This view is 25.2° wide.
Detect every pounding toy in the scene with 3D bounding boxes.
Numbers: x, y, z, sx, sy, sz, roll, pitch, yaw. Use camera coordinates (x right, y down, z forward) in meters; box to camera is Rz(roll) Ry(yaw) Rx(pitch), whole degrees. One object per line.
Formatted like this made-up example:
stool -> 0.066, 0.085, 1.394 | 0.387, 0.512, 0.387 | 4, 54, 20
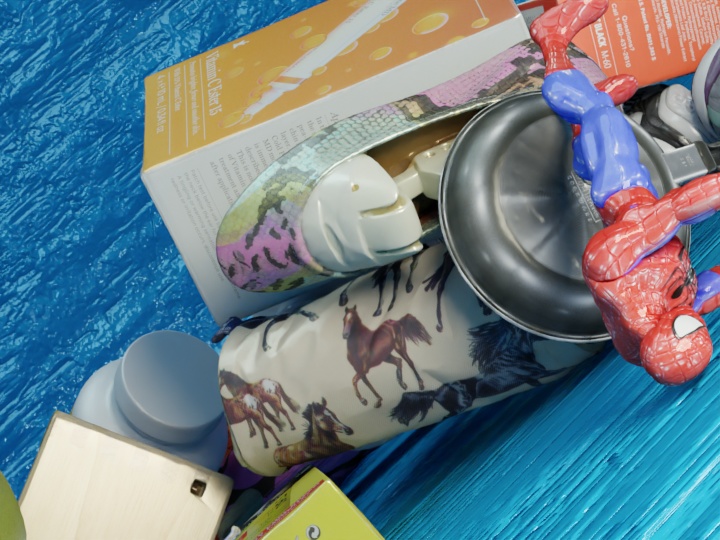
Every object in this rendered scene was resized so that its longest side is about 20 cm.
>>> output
pounding toy -> -0.133, 0.176, 0.896 | 0.200, 0.141, 0.185 | 134, 157, -71

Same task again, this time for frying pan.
frying pan -> 0.126, -0.025, 0.690 | 0.188, 0.116, 0.031 | 3, -20, -12

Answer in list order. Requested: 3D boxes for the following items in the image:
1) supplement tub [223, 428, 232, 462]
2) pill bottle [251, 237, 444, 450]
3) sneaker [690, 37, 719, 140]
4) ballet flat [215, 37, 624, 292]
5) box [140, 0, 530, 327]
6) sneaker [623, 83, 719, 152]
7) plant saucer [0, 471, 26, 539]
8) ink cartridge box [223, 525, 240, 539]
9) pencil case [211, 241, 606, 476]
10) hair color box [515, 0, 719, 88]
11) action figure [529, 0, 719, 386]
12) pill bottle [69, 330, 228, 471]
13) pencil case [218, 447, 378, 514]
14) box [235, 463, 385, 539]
supplement tub -> -0.076, 0.135, 1.239 | 0.122, 0.123, 0.200 | -43, -1, 21
pill bottle -> 0.000, 0.000, 0.935 | 0.120, 0.119, 0.201 | -43, 22, 38
sneaker -> 0.247, -0.126, 0.762 | 0.200, 0.074, 0.088 | -49, 17, 18
ballet flat -> 0.030, -0.042, 0.720 | 0.199, 0.070, 0.071 | -27, 34, -10
box -> -0.004, -0.074, 0.833 | 0.199, 0.098, 0.125 | -22, 29, 5
sneaker -> 0.146, -0.048, 0.927 | 0.115, 0.075, 0.200 | -40, 3, 2
plant saucer -> -0.196, 0.183, 0.726 | 0.200, 0.031, 0.201 | -54, 20, 31
ink cartridge box -> -0.139, 0.202, 0.616 | 0.200, 0.040, 0.200 | -56, -1, 42
pencil case -> 0.024, 0.029, 0.757 | 0.199, 0.078, 0.090 | -23, 42, 28
hair color box -> 0.188, -0.145, 0.904 | 0.198, 0.064, 0.111 | -17, 7, -12
action figure -> 0.119, -0.037, 0.576 | 0.098, 0.065, 0.201 | -20, 36, 16
pill bottle -> -0.151, 0.127, 1.066 | 0.104, 0.104, 0.200 | -42, -12, -44
pencil case -> -0.013, 0.103, 1.075 | 0.200, 0.091, 0.094 | -45, 25, 9
box -> -0.029, 0.131, 0.725 | 0.075, 0.050, 0.200 | -42, -1, -5
